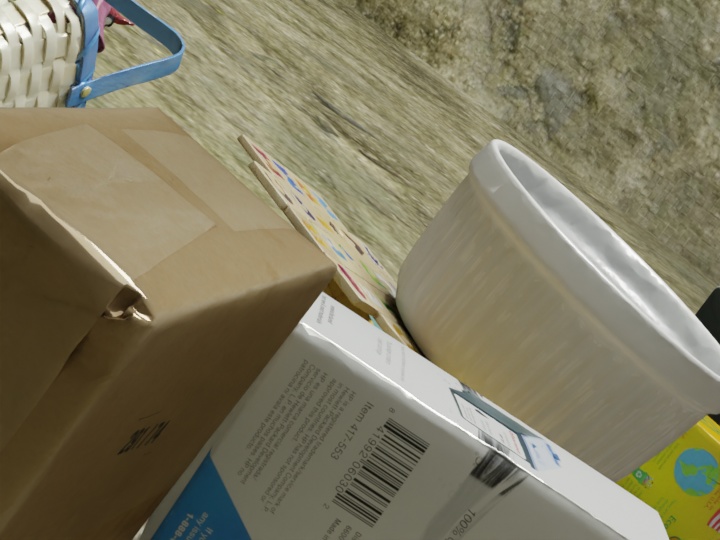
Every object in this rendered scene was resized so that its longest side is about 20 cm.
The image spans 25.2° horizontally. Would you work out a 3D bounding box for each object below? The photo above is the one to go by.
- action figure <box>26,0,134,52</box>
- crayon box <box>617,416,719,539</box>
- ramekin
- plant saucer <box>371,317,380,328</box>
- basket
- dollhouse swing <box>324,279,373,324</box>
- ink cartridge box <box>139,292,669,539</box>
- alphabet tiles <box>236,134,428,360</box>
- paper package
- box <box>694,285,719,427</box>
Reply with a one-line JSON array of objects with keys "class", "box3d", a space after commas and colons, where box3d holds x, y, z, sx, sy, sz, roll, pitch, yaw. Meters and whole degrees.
[{"class": "action figure", "box3d": [-0.265, -0.237, 1.326, 0.134, 0.150, 0.199, 36, 26, 33]}, {"class": "crayon box", "box3d": [0.193, 0.148, 1.102, 0.200, 0.127, 0.051, 44, 16, 31]}, {"class": "ramekin", "box3d": [0.112, 0.031, 0.920, 0.200, 0.105, 0.200, 41, 13, -11]}, {"class": "plant saucer", "box3d": [0.010, 0.069, 1.132, 0.199, 0.036, 0.200, 33, 14, -9]}, {"class": "basket", "box3d": [-0.240, -0.169, 1.088, 0.176, 0.140, 0.200, 39, 45, 19]}, {"class": "dollhouse swing", "box3d": [-0.062, 0.097, 0.862, 0.200, 0.175, 0.183, -118, -169, -64]}, {"class": "ink cartridge box", "box3d": [0.018, 0.125, 0.710, 0.199, 0.147, 0.086, 33, 11, -7]}, {"class": "alphabet tiles", "box3d": [0.000, 0.000, 0.930, 0.167, 0.006, 0.200, 53, 7, 21]}, {"class": "paper package", "box3d": [-0.122, 0.042, 0.566, 0.103, 0.191, 0.200, 40, 15, 8]}, {"class": "box", "box3d": [0.271, 0.134, 1.169, 0.148, 0.201, 0.124, 39, 14, 22]}]
